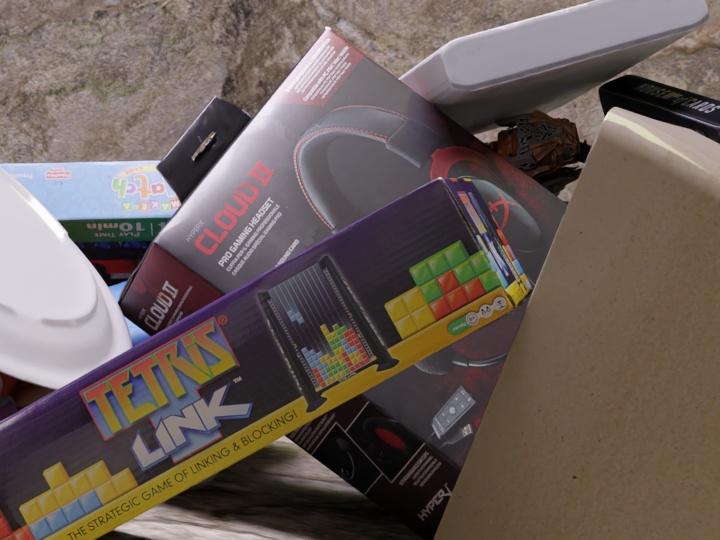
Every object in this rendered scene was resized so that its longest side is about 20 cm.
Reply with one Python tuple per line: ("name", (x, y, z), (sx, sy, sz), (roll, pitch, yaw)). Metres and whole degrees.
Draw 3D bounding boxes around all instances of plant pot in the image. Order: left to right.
("plant pot", (0.161, 0.063, 1.091), (0.177, 0.200, 0.200), (23, 6, 15))

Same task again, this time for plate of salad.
("plate of salad", (-0.182, -0.011, 1.129), (0.200, 0.048, 0.200), (37, 17, -13))

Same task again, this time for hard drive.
("hard drive", (0.070, -0.092, 1.305), (0.132, 0.026, 0.200), (-17, -3, -18))

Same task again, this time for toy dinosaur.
("toy dinosaur", (0.047, -0.023, 1.409), (0.136, 0.102, 0.200), (30, -23, -37))

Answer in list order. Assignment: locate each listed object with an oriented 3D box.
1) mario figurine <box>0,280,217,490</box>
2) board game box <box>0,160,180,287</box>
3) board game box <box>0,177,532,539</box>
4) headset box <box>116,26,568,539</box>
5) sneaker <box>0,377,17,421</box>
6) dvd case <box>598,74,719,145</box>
("mario figurine", (-0.123, 0.044, 1.250), (0.200, 0.106, 0.123), (-6, 9, -22))
("board game box", (-0.101, 0.008, 1.353), (0.151, 0.037, 0.200), (-2, -27, -2))
("board game box", (-0.038, 0.035, 0.997), (0.200, 0.057, 0.165), (-29, -2, 5))
("headset box", (0.000, 0.000, 1.206), (0.200, 0.149, 0.075), (37, -32, 1))
("sneaker", (-0.234, 0.039, 1.124), (0.200, 0.089, 0.080), (34, 8, 10))
("dvd case", (0.175, 0.011, 1.284), (0.025, 0.200, 0.150), (-22, 16, -12))
